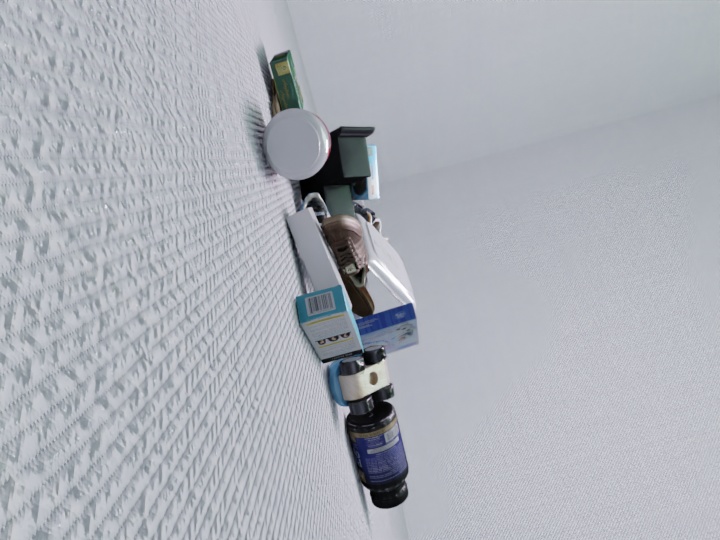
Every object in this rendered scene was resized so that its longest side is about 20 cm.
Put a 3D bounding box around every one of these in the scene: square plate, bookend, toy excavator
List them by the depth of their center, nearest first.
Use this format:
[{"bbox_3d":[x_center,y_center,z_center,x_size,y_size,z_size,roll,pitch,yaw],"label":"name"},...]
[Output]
[{"bbox_3d":[-0.015,0.206,1.293,0.192,0.197,0.103,-18,96,-44],"label":"toy excavator"},{"bbox_3d":[-0.045,-0.187,1.394,0.198,0.090,0.205,-12,-93,55],"label":"bookend"},{"bbox_3d":[0.056,-0.022,1.445,0.198,0.028,0.202,46,18,-35],"label":"square plate"}]

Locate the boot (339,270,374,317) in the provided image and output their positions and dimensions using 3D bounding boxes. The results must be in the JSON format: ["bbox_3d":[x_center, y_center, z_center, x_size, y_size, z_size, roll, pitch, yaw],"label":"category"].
[{"bbox_3d":[0.000,0.000,1.463,0.201,0.153,0.074,52,-47,10],"label":"boot"}]

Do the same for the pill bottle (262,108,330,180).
[{"bbox_3d":[-0.105,-0.212,1.076,0.200,0.109,0.115,-97,173,-77],"label":"pill bottle"}]

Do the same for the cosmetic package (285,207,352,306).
[{"bbox_3d":[-0.075,-0.012,1.174,0.083,0.050,0.204,-69,138,-83],"label":"cosmetic package"}]

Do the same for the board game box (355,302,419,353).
[{"bbox_3d":[0.031,0.147,1.421,0.200,0.195,0.044,73,0,-67],"label":"board game box"}]

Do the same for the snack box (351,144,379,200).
[{"bbox_3d":[-0.032,-0.222,1.482,0.198,0.036,0.120,6,-78,54],"label":"snack box"}]

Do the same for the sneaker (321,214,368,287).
[{"bbox_3d":[-0.018,-0.035,1.217,0.200,0.069,0.077,54,22,-63],"label":"sneaker"}]

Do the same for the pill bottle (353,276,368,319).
[{"bbox_3d":[-0.039,0.018,1.557,0.114,0.109,0.203,74,3,-49],"label":"pill bottle"}]

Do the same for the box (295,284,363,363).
[{"bbox_3d":[-0.049,0.096,1.094,0.201,0.080,0.050,74,1,-63],"label":"box"}]

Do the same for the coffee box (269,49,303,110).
[{"bbox_3d":[-0.159,-0.409,1.402,0.201,0.043,0.126,-101,177,-66],"label":"coffee box"}]

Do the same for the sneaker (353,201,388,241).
[{"bbox_3d":[0.000,-0.128,1.590,0.202,0.079,0.078,57,22,15],"label":"sneaker"}]

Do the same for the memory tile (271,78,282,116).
[{"bbox_3d":[-0.168,-0.317,1.394,0.202,0.016,0.156,-102,178,-54],"label":"memory tile"}]

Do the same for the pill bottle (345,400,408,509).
[{"bbox_3d":[0.042,0.392,1.362,0.112,0.109,0.205,-97,174,-77],"label":"pill bottle"}]

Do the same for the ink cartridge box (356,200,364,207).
[{"bbox_3d":[-0.052,-0.143,1.816,0.202,0.142,0.086,-100,177,-50],"label":"ink cartridge box"}]

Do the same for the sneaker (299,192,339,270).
[{"bbox_3d":[-0.085,-0.076,1.309,0.073,0.070,0.203,96,-20,-49],"label":"sneaker"}]
